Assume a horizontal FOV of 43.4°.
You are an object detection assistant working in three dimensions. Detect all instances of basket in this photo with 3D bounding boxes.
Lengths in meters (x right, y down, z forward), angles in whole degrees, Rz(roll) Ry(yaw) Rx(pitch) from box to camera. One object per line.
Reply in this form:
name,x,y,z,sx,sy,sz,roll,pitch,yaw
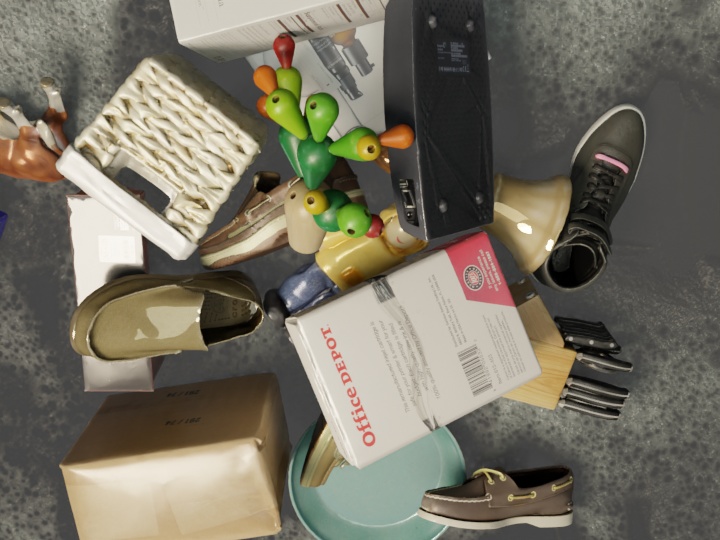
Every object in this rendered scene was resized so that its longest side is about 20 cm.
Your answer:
basket,-0.167,-0.113,0.821,0.135,0.200,0.124,37,98,-12

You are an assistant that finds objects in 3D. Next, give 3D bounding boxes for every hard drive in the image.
hard drive,0.069,-0.134,0.781,0.042,0.134,0.204,2,101,35

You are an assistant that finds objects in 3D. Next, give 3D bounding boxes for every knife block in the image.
knife block,0.179,0.108,0.958,0.198,0.064,0.177,-28,105,8

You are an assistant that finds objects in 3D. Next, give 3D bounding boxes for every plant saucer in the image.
plant saucer,0.018,0.227,1.011,0.196,0.036,0.203,0,107,-1

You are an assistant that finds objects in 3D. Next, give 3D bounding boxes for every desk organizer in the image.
desk organizer,-0.244,0.014,0.920,0.070,0.077,0.203,0,107,-1

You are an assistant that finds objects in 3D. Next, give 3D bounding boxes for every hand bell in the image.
hand bell,0.092,-0.082,0.873,0.197,0.104,0.105,23,106,-9

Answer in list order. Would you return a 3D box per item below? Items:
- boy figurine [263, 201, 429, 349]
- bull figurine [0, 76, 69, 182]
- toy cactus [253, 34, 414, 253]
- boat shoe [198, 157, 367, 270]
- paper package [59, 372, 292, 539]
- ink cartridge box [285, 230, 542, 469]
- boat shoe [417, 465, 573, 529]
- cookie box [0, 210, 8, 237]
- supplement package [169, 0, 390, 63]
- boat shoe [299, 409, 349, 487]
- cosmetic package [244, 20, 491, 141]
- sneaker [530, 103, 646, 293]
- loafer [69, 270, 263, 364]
boy figurine,0.000,0.000,0.925,0.199,0.065,0.125,-35,103,14
bull figurine,-0.375,-0.137,0.869,0.197,0.066,0.122,7,141,-10
toy cactus,-0.033,-0.087,0.761,0.101,0.201,0.166,-20,145,-26
boat shoe,-0.084,-0.061,0.887,0.200,0.074,0.076,-20,89,29
paper package,-0.175,0.191,0.917,0.196,0.191,0.105,-9,104,2
ink cartridge box,0.047,0.071,0.845,0.198,0.084,0.147,-24,94,-14
boat shoe,0.150,0.241,0.976,0.197,0.072,0.061,6,92,-26
cookie box,-0.437,0.039,0.879,0.074,0.171,0.202,24,106,-5
supplement package,-0.057,-0.263,0.770,0.197,0.110,0.116,-12,92,9
boat shoe,-0.001,0.146,0.926,0.062,0.073,0.202,27,108,-6
cosmetic package,0.003,-0.213,0.864,0.199,0.052,0.152,-33,108,10
sneaker,0.233,-0.063,0.887,0.070,0.099,0.202,24,105,-6
loafer,-0.178,0.042,0.869,0.198,0.067,0.077,-15,113,-33
